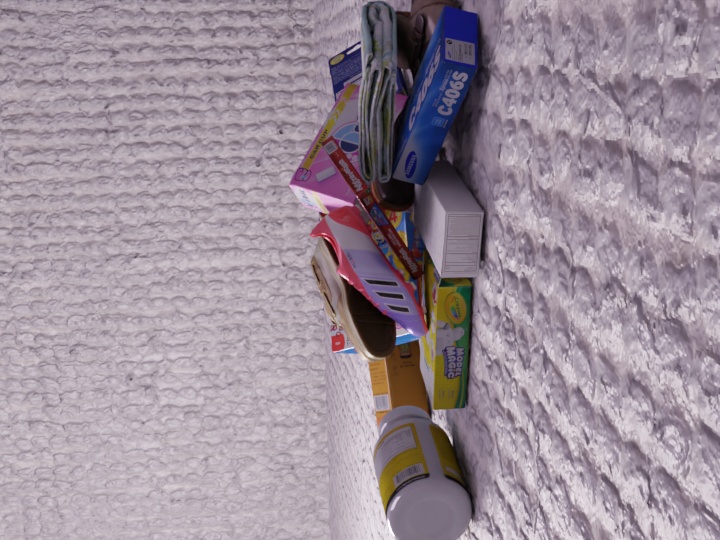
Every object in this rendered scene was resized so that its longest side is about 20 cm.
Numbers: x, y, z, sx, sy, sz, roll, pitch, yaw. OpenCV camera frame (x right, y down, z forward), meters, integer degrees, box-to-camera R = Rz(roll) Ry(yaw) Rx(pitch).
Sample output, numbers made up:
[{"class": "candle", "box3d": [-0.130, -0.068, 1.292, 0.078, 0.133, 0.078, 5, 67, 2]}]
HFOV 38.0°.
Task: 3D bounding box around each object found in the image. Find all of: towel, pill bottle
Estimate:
[{"class": "towel", "box3d": [0.020, -0.227, 1.322, 0.201, 0.048, 0.172, -87, 0, -56]}, {"class": "pill bottle", "box3d": [0.076, 0.269, 1.397, 0.200, 0.111, 0.113, -105, 14, -63]}]

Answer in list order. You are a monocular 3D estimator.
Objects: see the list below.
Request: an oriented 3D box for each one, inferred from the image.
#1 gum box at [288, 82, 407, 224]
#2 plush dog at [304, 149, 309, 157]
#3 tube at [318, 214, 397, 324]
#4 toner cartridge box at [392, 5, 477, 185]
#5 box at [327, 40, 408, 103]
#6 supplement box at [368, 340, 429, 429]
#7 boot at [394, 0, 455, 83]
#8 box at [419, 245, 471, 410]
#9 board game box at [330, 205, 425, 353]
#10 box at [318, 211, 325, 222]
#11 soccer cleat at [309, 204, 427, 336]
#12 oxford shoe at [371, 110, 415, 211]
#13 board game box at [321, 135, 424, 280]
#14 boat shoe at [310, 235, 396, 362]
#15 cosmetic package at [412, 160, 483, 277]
[{"class": "gum box", "box3d": [-0.003, -0.177, 1.531, 0.201, 0.113, 0.066, -62, -29, -18]}, {"class": "plush dog", "box3d": [0.005, -0.230, 1.863, 0.201, 0.160, 0.172, -56, 10, 28]}, {"class": "tube", "box3d": [0.000, 0.000, 1.478, 0.200, 0.052, 0.058, 52, 135, 40]}, {"class": "toner cartridge box", "box3d": [0.086, -0.202, 1.231, 0.201, 0.043, 0.096, 113, 167, -51]}, {"class": "box", "box3d": [0.011, -0.315, 1.728, 0.032, 0.120, 0.201, 49, -159, -40]}, {"class": "supplement box", "box3d": [0.053, 0.143, 1.619, 0.069, 0.066, 0.202, -16, 79, 63]}, {"class": "boot", "box3d": [0.080, -0.275, 1.343, 0.200, 0.070, 0.147, 103, 163, -62]}, {"class": "box", "box3d": [0.107, 0.062, 1.341, 0.118, 0.048, 0.202, -104, 12, -65]}, {"class": "board game box", "box3d": [0.030, 0.011, 1.541, 0.199, 0.056, 0.198, -20, 71, 50]}, {"class": "box", "box3d": [0.003, -0.046, 1.798, 0.201, 0.135, 0.039, -101, 10, -47]}, {"class": "soccer cleat", "box3d": [0.014, 0.008, 1.347, 0.201, 0.076, 0.067, 57, 173, 7]}, {"class": "oxford shoe", "box3d": [0.058, -0.163, 1.413, 0.073, 0.071, 0.201, 102, -179, -49]}, {"class": "board game box", "box3d": [0.017, -0.074, 1.298, 0.103, 0.019, 0.200, 59, -177, 38]}, {"class": "boat shoe", "box3d": [-0.012, 0.041, 1.386, 0.066, 0.074, 0.201, -51, 48, 41]}, {"class": "cosmetic package", "box3d": [0.105, -0.067, 1.284, 0.200, 0.050, 0.083, -107, 20, -65]}]
